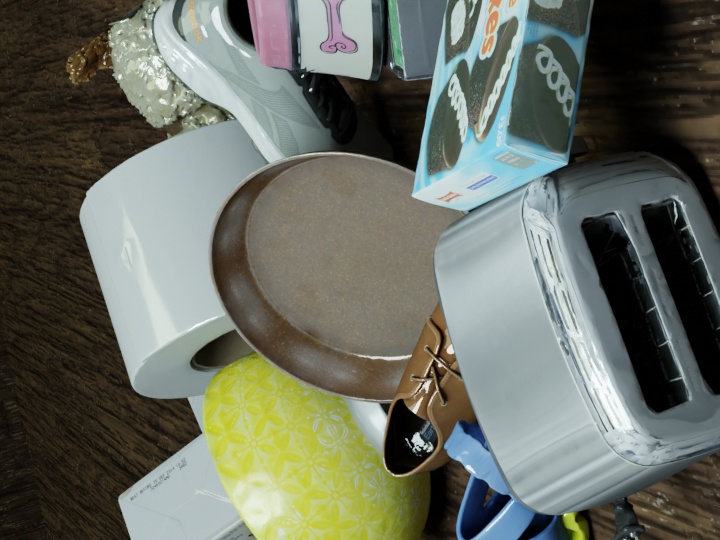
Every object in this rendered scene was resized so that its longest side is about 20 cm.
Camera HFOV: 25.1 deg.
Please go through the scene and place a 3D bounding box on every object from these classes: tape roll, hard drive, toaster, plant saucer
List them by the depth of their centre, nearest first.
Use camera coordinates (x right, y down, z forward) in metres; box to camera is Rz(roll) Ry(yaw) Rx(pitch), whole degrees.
[{"bbox_3d":[0.121,0.036,0.813,0.129,0.113,0.202,-44,61,63],"label":"toaster"},{"bbox_3d":[0.022,-0.192,0.951,0.200,0.037,0.141,-115,17,-77],"label":"hard drive"},{"bbox_3d":[0.000,0.000,1.047,0.035,0.198,0.202,-69,-13,-51],"label":"plant saucer"},{"bbox_3d":[-0.096,-0.008,1.209,0.203,0.201,0.140,124,130,-62],"label":"tape roll"}]

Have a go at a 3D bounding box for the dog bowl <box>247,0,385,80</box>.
[{"bbox_3d":[-0.037,-0.210,0.965,0.200,0.073,0.202,172,90,-85],"label":"dog bowl"}]

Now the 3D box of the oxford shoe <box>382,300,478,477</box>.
[{"bbox_3d":[0.062,0.057,0.995,0.071,0.071,0.201,36,131,22],"label":"oxford shoe"}]

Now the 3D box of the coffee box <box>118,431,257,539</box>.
[{"bbox_3d":[-0.071,0.189,1.234,0.113,0.199,0.080,-37,59,22],"label":"coffee box"}]

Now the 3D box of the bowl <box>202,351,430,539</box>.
[{"bbox_3d":[-0.008,0.124,1.162,0.107,0.200,0.201,-38,60,21],"label":"bowl"}]

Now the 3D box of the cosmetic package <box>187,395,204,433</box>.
[{"bbox_3d":[-0.089,0.111,1.399,0.201,0.101,0.074,62,154,30],"label":"cosmetic package"}]

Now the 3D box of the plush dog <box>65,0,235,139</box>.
[{"bbox_3d":[-0.131,-0.144,1.321,0.172,0.160,0.200,55,160,-10],"label":"plush dog"}]

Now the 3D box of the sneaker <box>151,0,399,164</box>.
[{"bbox_3d":[-0.046,-0.122,1.086,0.079,0.200,0.074,-32,28,40],"label":"sneaker"}]

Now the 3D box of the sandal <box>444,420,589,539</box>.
[{"bbox_3d":[0.094,0.151,0.986,0.079,0.086,0.202,33,134,58],"label":"sandal"}]

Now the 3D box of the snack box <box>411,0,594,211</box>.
[{"bbox_3d":[0.078,-0.139,0.805,0.116,0.037,0.202,155,128,-68],"label":"snack box"}]
